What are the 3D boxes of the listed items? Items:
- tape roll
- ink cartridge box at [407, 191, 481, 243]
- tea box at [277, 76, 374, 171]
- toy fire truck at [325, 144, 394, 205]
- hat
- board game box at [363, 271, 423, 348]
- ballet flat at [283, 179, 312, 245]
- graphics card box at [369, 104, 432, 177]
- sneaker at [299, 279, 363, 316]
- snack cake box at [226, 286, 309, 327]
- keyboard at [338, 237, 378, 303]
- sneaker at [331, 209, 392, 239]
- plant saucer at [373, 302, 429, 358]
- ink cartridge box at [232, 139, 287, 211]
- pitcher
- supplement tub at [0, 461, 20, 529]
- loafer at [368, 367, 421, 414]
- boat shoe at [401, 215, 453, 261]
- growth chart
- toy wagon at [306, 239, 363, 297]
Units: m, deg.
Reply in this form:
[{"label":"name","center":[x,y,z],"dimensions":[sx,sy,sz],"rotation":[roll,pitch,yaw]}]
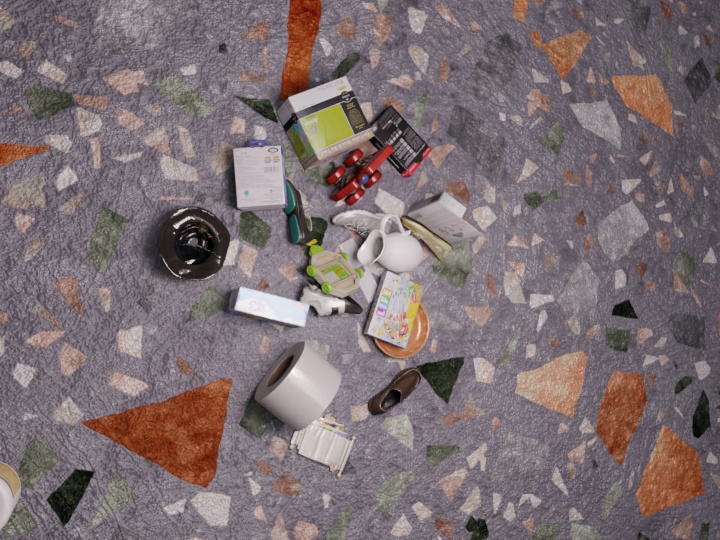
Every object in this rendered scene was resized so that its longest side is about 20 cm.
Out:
[{"label":"tape roll","center":[-0.168,0.311,1.592],"dimensions":[0.139,0.203,0.203],"rotation":[44,70,-13]},{"label":"ink cartridge box","center":[0.264,-0.160,1.832],"dimensions":[0.173,0.200,0.044],"rotation":[33,72,-17]},{"label":"tea box","center":[-0.103,-0.430,1.736],"dimensions":[0.200,0.134,0.197],"rotation":[-28,95,-23]},{"label":"toy fire truck","center":[0.000,-0.287,1.747],"dimensions":[0.112,0.168,0.200],"rotation":[47,69,-12]},{"label":"hat","center":[-0.451,-0.065,1.577],"dimensions":[0.200,0.081,0.201],"rotation":[7,76,-30]},{"label":"board game box","center":[0.102,0.119,1.782],"dimensions":[0.134,0.034,0.200],"rotation":[23,76,-19]},{"label":"ballet flat","center":[-0.182,-0.166,1.710],"dimensions":[0.068,0.068,0.200],"rotation":[-3,76,-42]},{"label":"graphics card box","center":[0.119,-0.409,1.877],"dimensions":[0.200,0.051,0.126],"rotation":[44,70,-15]},{"label":"sneaker","center":[-0.089,0.100,1.727],"dimensions":[0.200,0.074,0.089],"rotation":[23,102,-23]},{"label":"snack cake box","center":[-0.255,0.104,1.623],"dimensions":[0.200,0.115,0.067],"rotation":[16,78,-21]},{"label":"keyboard","center":[0.000,0.000,1.805],"dimensions":[0.056,0.011,0.200],"rotation":[-31,97,-28]},{"label":"sneaker","center":[0.009,-0.136,1.785],"dimensions":[0.200,0.075,0.082],"rotation":[3,82,-24]},{"label":"plant saucer","center":[0.120,0.170,1.823],"dimensions":[0.200,0.037,0.201],"rotation":[3,83,-24]},{"label":"ink cartridge box","center":[-0.281,-0.273,1.655],"dimensions":[0.136,0.076,0.200],"rotation":[-5,88,-4]},{"label":"pitcher","center":[0.106,-0.080,1.764],"dimensions":[0.200,0.121,0.172],"rotation":[10,113,-45]},{"label":"supplement tub","center":[-0.828,0.496,1.285],"dimensions":[0.144,0.200,0.145],"rotation":[3,83,-23]},{"label":"loafer","center":[0.117,0.369,1.781],"dimensions":[0.200,0.071,0.073],"rotation":[-39,100,-22]},{"label":"boat shoe","center":[0.203,-0.103,1.875],"dimensions":[0.201,0.073,0.063],"rotation":[31,104,-23]},{"label":"growth chart","center":[-0.106,0.488,1.701],"dimensions":[0.200,0.018,0.145],"rotation":[34,72,-17]},{"label":"toy wagon","center":[-0.089,-0.009,1.720],"dimensions":[0.200,0.040,0.155],"rotation":[47,40,17]}]
